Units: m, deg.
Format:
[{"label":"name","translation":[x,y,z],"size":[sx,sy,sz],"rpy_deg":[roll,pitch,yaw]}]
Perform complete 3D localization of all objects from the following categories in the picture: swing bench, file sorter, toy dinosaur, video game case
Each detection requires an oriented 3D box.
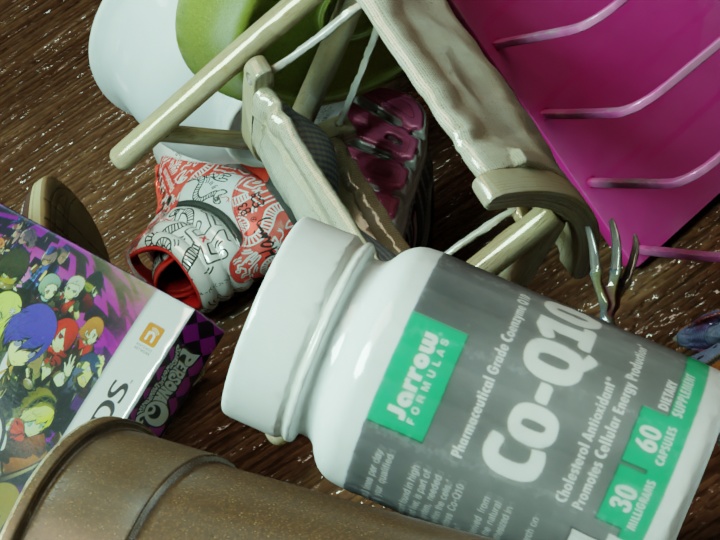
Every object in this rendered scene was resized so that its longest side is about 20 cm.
[{"label":"swing bench","translation":[0.007,-0.049,1.101],"size":[0.200,0.130,0.199],"rpy_deg":[-49,58,32]},{"label":"file sorter","translation":[0.161,-0.120,1.131],"size":[0.139,0.200,0.125],"rpy_deg":[-41,16,-16]},{"label":"toy dinosaur","translation":[0.121,0.083,1.060],"size":[0.181,0.201,0.105],"rpy_deg":[-12,-9,-9]},{"label":"video game case","translation":[-0.190,0.066,1.121],"size":[0.200,0.036,0.182],"rpy_deg":[27,81,37]}]

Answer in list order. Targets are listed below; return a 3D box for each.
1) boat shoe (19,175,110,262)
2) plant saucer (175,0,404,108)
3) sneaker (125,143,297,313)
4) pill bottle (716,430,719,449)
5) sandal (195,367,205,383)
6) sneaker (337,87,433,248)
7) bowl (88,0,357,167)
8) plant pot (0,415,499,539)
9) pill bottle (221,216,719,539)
[{"label":"boat shoe","translation":[-0.184,0.033,1.231],"size":[0.072,0.072,0.200],"rpy_deg":[-24,51,19]},{"label":"plant saucer","translation":[-0.003,-0.153,1.172],"size":[0.200,0.200,0.031],"rpy_deg":[-31,60,0]},{"label":"sneaker","translation":[-0.114,-0.039,1.392],"size":[0.108,0.067,0.201],"rpy_deg":[-34,35,-17]},{"label":"pill bottle","translation":[0.258,0.061,0.908],"size":[0.200,0.116,0.116],"rpy_deg":[-29,32,3]},{"label":"sandal","translation":[-0.122,0.069,1.276],"size":[0.069,0.078,0.212],"rpy_deg":[-4,35,-18]},{"label":"sneaker","translation":[0.000,0.000,1.252],"size":[0.074,0.087,0.201],"rpy_deg":[10,70,20]},{"label":"bowl","translation":[-0.054,-0.125,1.293],"size":[0.201,0.201,0.091],"rpy_deg":[-29,61,3]},{"label":"plant pot","translation":[-0.031,0.174,0.907],"size":[0.198,0.201,0.201],"rpy_deg":[8,45,20]},{"label":"pill bottle","translation":[0.048,0.058,0.945],"size":[0.199,0.113,0.113],"rpy_deg":[22,49,5]}]
